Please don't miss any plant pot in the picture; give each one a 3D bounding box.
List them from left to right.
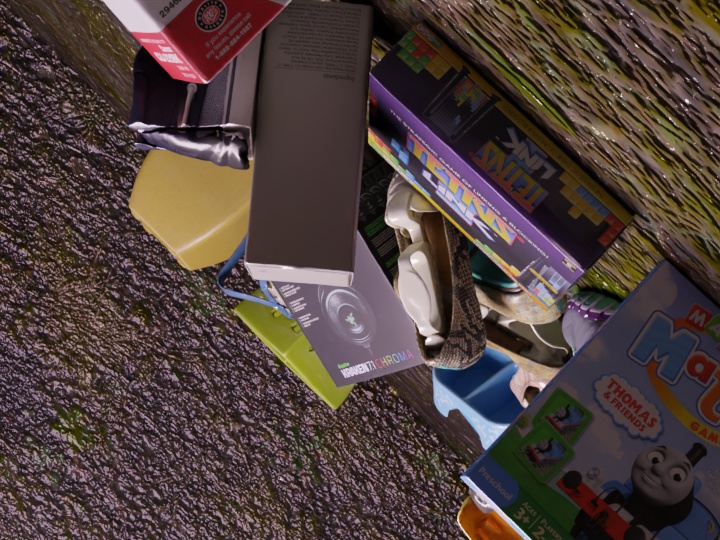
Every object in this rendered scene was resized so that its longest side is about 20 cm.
[{"bbox_3d":[-0.245,-0.116,1.861,0.194,0.200,0.196,43,171,11],"label":"plant pot"},{"bbox_3d":[-0.081,0.103,2.214,0.199,0.182,0.200,36,168,47],"label":"plant pot"}]

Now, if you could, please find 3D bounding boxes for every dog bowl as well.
[{"bbox_3d":[0.165,0.152,1.472,0.200,0.111,0.050,37,155,48],"label":"dog bowl"}]

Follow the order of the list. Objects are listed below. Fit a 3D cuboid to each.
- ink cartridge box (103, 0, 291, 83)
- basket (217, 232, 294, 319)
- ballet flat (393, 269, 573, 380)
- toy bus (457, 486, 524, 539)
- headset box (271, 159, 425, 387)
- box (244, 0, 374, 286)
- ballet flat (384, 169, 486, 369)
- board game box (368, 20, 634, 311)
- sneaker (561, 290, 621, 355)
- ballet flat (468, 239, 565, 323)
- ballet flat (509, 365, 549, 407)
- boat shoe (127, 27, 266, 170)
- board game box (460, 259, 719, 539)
[{"bbox_3d":[-0.126,-0.243,0.764,0.200,0.144,0.084,48,170,-24],"label":"ink cartridge box"},{"bbox_3d":[-0.073,-0.023,1.568,0.199,0.177,0.139,16,158,34],"label":"basket"},{"bbox_3d":[0.128,0.041,1.120,0.199,0.071,0.071,29,175,-11],"label":"ballet flat"},{"bbox_3d":[0.197,0.171,1.088,0.136,0.200,0.192,44,-161,-7],"label":"toy bus"},{"bbox_3d":[0.000,0.000,1.215,0.174,0.093,0.201,-21,103,51],"label":"headset box"},{"bbox_3d":[-0.036,-0.093,0.876,0.082,0.202,0.068,6,171,0],"label":"box"},{"bbox_3d":[0.055,-0.018,0.972,0.075,0.068,0.201,-2,-101,-50],"label":"ballet flat"},{"bbox_3d":[0.093,-0.068,0.869,0.200,0.057,0.165,44,173,8],"label":"board game box"},{"bbox_3d":[0.190,0.070,0.959,0.074,0.088,0.200,46,172,-7],"label":"sneaker"},{"bbox_3d":[0.110,0.001,1.044,0.071,0.071,0.200,49,169,-30],"label":"ballet flat"},{"bbox_3d":[0.194,0.125,1.258,0.200,0.068,0.068,63,-166,-68],"label":"ballet flat"},{"bbox_3d":[-0.115,-0.172,0.872,0.092,0.201,0.075,5,155,-1],"label":"boat shoe"},{"bbox_3d":[0.189,0.117,0.789,0.151,0.200,0.037,43,171,8],"label":"board game box"}]
